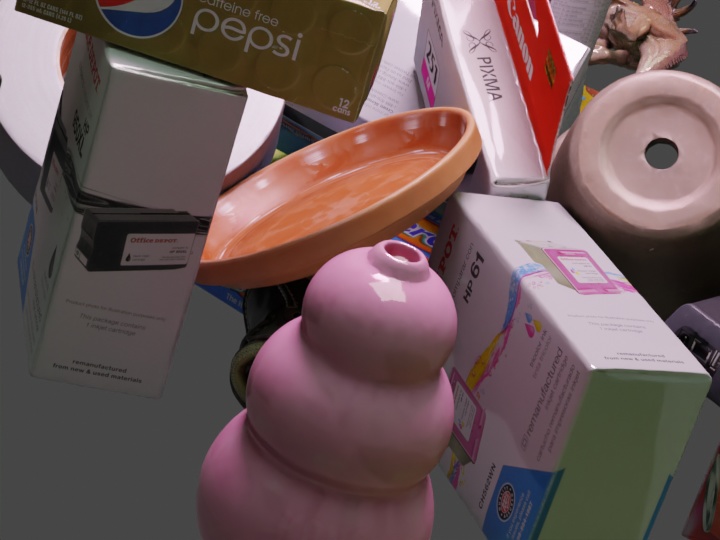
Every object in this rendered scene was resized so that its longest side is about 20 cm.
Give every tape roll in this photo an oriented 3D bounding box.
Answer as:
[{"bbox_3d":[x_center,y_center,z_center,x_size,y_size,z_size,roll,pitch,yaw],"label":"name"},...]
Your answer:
[{"bbox_3d":[-0.148,-0.121,1.463,0.198,0.066,0.202,4,62,-7],"label":"tape roll"}]

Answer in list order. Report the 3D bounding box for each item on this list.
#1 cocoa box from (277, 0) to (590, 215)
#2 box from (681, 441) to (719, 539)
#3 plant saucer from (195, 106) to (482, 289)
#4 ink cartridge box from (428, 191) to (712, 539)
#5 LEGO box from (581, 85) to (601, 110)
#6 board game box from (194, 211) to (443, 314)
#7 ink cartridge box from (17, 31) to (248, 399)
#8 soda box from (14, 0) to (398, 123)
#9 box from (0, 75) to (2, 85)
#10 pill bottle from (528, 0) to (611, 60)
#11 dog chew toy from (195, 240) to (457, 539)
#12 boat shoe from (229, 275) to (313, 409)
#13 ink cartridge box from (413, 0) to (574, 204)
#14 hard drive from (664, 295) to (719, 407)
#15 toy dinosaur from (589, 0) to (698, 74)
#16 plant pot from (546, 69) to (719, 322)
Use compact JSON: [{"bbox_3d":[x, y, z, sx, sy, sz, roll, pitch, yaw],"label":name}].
[{"bbox_3d":[0.046,-0.123,1.594,0.199,0.134,0.131,28,-19,12],"label":"cocoa box"},{"bbox_3d":[0.283,0.109,1.390,0.095,0.100,0.200,26,26,15],"label":"box"},{"bbox_3d":[-0.017,-0.041,1.351,0.199,0.033,0.200,-23,18,8],"label":"plant saucer"},{"bbox_3d":[0.103,0.065,1.296,0.084,0.145,0.200,5,28,-26],"label":"ink cartridge box"},{"bbox_3d":[0.084,-0.121,1.747,0.199,0.078,0.149,23,25,10],"label":"LEGO box"},{"bbox_3d":[0.000,0.000,1.476,0.152,0.045,0.200,31,26,25],"label":"board game box"},{"bbox_3d":[-0.136,-0.051,1.297,0.084,0.201,0.145,11,25,-17],"label":"ink cartridge box"},{"bbox_3d":[-0.082,-0.151,1.218,0.198,0.068,0.064,18,25,1],"label":"soda box"},{"bbox_3d":[-0.333,-0.056,1.208,0.165,0.165,0.199,31,27,26],"label":"box"},{"bbox_3d":[0.144,-0.234,1.687,0.109,0.201,0.110,15,24,-7],"label":"pill bottle"},{"bbox_3d":[-0.008,0.078,1.122,0.124,0.201,0.125,16,25,-8],"label":"dog chew toy"},{"bbox_3d":[-0.043,0.057,1.296,0.066,0.072,0.201,13,29,-25],"label":"boat shoe"},{"bbox_3d":[0.080,-0.127,1.404,0.043,0.174,0.201,-5,51,-10],"label":"ink cartridge box"},{"bbox_3d":[0.278,0.073,1.290,0.134,0.043,0.200,-11,39,-45],"label":"hard drive"},{"bbox_3d":[0.269,-0.221,2.091,0.135,0.086,0.201,16,29,-24],"label":"toy dinosaur"},{"bbox_3d":[0.190,-0.042,1.411,0.199,0.201,0.175,27,-16,17],"label":"plant pot"}]
